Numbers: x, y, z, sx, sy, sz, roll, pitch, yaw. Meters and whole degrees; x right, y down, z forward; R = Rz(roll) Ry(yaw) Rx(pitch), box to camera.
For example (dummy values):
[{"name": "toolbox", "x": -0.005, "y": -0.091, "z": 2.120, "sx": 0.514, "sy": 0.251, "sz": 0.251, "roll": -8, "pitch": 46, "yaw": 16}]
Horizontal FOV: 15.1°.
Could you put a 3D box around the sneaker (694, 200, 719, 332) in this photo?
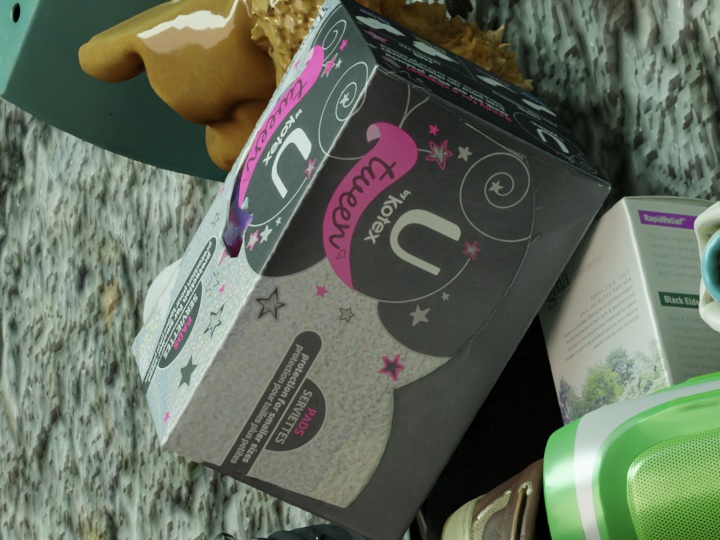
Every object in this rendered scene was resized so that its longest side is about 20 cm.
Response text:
[{"name": "sneaker", "x": 0.173, "y": -0.010, "z": 1.103, "sx": 0.200, "sy": 0.080, "sz": 0.077, "roll": -131, "pitch": 35, "yaw": -88}]

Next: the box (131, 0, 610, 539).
[{"name": "box", "x": 0.000, "y": 0.000, "z": 1.231, "sx": 0.201, "sy": 0.132, "sz": 0.115, "roll": -60, "pitch": 22, "yaw": 13}]

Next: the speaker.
[{"name": "speaker", "x": 0.176, "y": 0.078, "z": 1.061, "sx": 0.199, "sy": 0.088, "sz": 0.089, "roll": -14, "pitch": 71, "yaw": 21}]

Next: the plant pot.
[{"name": "plant pot", "x": -0.111, "y": -0.143, "z": 1.502, "sx": 0.142, "sy": 0.199, "sz": 0.142, "roll": 56, "pitch": 130, "yaw": 43}]

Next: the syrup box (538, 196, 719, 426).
[{"name": "syrup box", "x": 0.144, "y": 0.074, "z": 1.188, "sx": 0.079, "sy": 0.081, "sz": 0.201, "roll": -40, "pitch": 53, "yaw": 48}]

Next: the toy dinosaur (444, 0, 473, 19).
[{"name": "toy dinosaur", "x": 0.054, "y": -0.220, "z": 1.370, "sx": 0.135, "sy": 0.085, "sz": 0.201, "roll": -36, "pitch": 52, "yaw": 48}]

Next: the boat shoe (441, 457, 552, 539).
[{"name": "boat shoe", "x": 0.083, "y": 0.165, "z": 1.133, "sx": 0.072, "sy": 0.072, "sz": 0.201, "roll": -42, "pitch": 35, "yaw": 32}]

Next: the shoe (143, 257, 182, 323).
[{"name": "shoe", "x": -0.056, "y": 0.031, "z": 1.507, "sx": 0.200, "sy": 0.071, "sz": 0.092, "roll": -32, "pitch": 53, "yaw": 45}]

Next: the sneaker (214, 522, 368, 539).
[{"name": "sneaker", "x": -0.008, "y": 0.201, "z": 1.372, "sx": 0.200, "sy": 0.113, "sz": 0.076, "roll": 56, "pitch": 130, "yaw": 44}]

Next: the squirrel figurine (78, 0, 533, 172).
[{"name": "squirrel figurine", "x": -0.009, "y": -0.073, "z": 1.348, "sx": 0.200, "sy": 0.141, "sz": 0.187, "roll": -4, "pitch": 119, "yaw": 58}]

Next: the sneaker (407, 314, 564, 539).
[{"name": "sneaker", "x": 0.059, "y": 0.086, "z": 1.287, "sx": 0.060, "sy": 0.103, "sz": 0.201, "roll": 129, "pitch": 137, "yaw": -75}]
